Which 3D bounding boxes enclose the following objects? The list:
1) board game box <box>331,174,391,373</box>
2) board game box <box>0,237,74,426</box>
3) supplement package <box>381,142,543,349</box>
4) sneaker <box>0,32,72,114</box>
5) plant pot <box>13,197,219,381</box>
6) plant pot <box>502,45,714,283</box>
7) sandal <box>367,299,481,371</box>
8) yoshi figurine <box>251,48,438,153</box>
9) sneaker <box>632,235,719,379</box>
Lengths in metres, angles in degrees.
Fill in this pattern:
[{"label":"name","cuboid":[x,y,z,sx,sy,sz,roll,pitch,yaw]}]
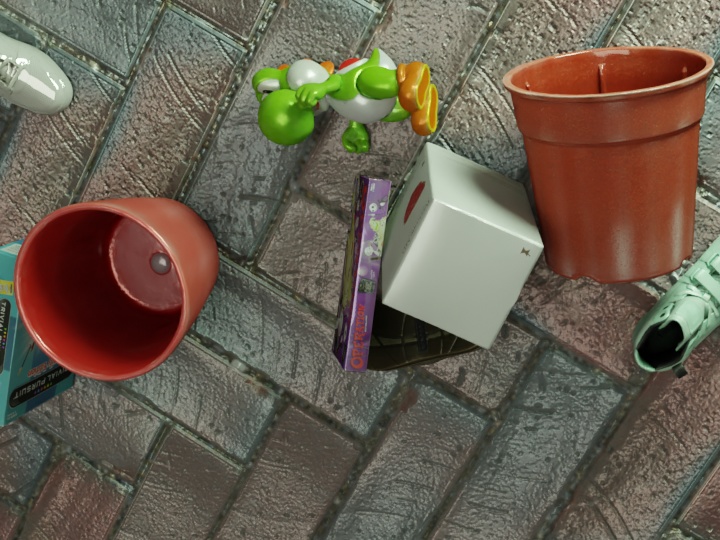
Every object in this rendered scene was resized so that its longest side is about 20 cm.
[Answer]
[{"label":"board game box","cuboid":[0.000,0.000,1.418,0.032,0.120,0.201,7,95,-12]},{"label":"board game box","cuboid":[-0.376,0.060,1.539,0.047,0.151,0.201,16,108,15]},{"label":"supplement package","cuboid":[0.097,-0.030,1.346,0.120,0.200,0.121,24,109,-8]},{"label":"sneaker","cuboid":[-0.429,-0.236,1.500,0.200,0.116,0.074,35,108,4]},{"label":"plant pot","cuboid":[-0.252,0.005,1.477,0.200,0.177,0.201,4,104,14]},{"label":"plant pot","cuboid":[0.248,-0.102,1.312,0.200,0.201,0.196,-2,111,16]},{"label":"sandal","cuboid":[0.065,0.066,1.466,0.200,0.055,0.082,-12,78,30]},{"label":"yoshi figurine","cuboid":[-0.025,-0.170,1.410,0.199,0.112,0.113,4,111,18]},{"label":"sneaker","cuboid":[0.355,0.030,1.345,0.074,0.118,0.200,44,109,3]}]
